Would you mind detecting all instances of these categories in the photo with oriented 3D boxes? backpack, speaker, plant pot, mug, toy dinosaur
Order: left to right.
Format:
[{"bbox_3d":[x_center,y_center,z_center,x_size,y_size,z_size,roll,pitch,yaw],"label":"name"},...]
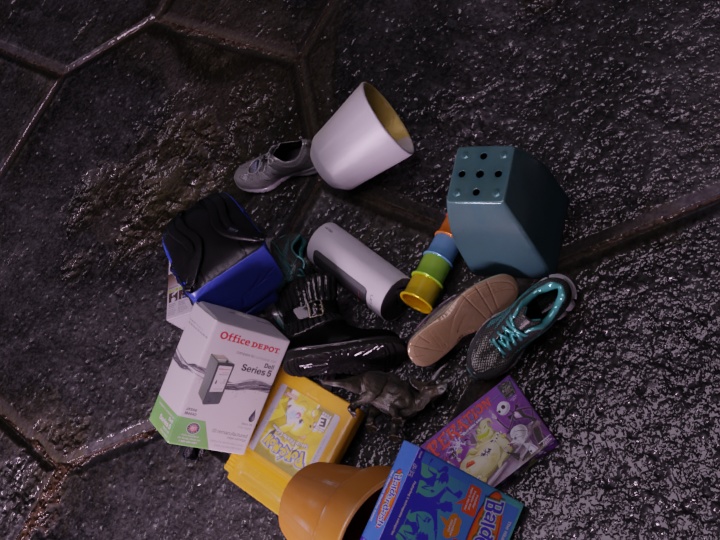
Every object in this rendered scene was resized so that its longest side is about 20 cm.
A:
[{"bbox_3d":[-0.235,-0.014,1.406,0.161,0.169,0.200,-30,48,-12],"label":"backpack"},{"bbox_3d":[-0.017,0.359,1.196,0.182,0.199,0.203,13,73,49],"label":"plant pot"},{"bbox_3d":[-0.001,-0.225,1.507,0.152,0.186,0.151,-36,87,20],"label":"mug"},{"bbox_3d":[0.000,0.000,1.412,0.199,0.081,0.082,37,88,36],"label":"speaker"},{"bbox_3d":[0.039,0.193,1.290,0.196,0.078,0.103,8,45,22],"label":"toy dinosaur"},{"bbox_3d":[0.209,-0.094,1.263,0.139,0.200,0.144,3,69,30],"label":"plant pot"}]

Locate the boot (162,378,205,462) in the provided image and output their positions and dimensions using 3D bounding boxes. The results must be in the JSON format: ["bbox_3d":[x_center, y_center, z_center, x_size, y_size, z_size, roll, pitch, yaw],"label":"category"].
[{"bbox_3d":[-0.251,0.209,1.456,0.200,0.076,0.169,-43,50,14],"label":"boot"}]

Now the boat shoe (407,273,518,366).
[{"bbox_3d":[0.151,0.068,1.302,0.199,0.072,0.065,-39,19,1],"label":"boat shoe"}]

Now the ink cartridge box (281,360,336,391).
[{"bbox_3d":[-0.100,0.212,1.398,0.093,0.037,0.204,6,69,31],"label":"ink cartridge box"}]

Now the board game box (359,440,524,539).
[{"bbox_3d":[0.109,0.338,1.120,0.045,0.198,0.154,5,67,62],"label":"board game box"}]

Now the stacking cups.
[{"bbox_3d":[0.133,-0.032,1.352,0.060,0.061,0.202,18,70,34],"label":"stacking cups"}]

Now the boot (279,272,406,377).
[{"bbox_3d":[-0.032,0.080,1.367,0.206,0.080,0.160,-3,53,2],"label":"boot"}]

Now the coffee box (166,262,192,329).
[{"bbox_3d":[-0.288,0.009,1.552,0.078,0.113,0.204,-16,61,22],"label":"coffee box"}]

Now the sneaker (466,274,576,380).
[{"bbox_3d":[0.226,0.078,1.220,0.078,0.091,0.200,45,95,13],"label":"sneaker"}]

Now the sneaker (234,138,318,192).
[{"bbox_3d":[-0.161,-0.210,1.601,0.197,0.082,0.076,-17,60,22],"label":"sneaker"}]

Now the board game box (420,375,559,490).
[{"bbox_3d":[0.173,0.260,1.223,0.199,0.032,0.121,-41,50,7],"label":"board game box"}]

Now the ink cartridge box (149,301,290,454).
[{"bbox_3d":[-0.218,0.168,1.314,0.084,0.144,0.203,29,98,51],"label":"ink cartridge box"}]

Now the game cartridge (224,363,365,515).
[{"bbox_3d":[-0.108,0.272,1.335,0.174,0.032,0.202,24,78,32],"label":"game cartridge"}]

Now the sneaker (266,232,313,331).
[{"bbox_3d":[-0.121,0.015,1.481,0.090,0.078,0.203,-22,60,13],"label":"sneaker"}]
